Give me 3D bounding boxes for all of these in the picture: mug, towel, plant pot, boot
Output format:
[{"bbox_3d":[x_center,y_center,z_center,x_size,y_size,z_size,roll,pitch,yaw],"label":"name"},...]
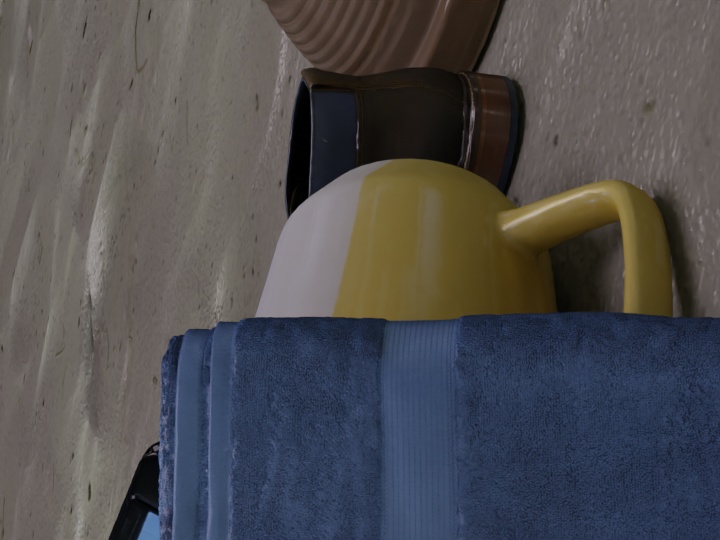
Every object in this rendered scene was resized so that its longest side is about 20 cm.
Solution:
[{"bbox_3d":[0.035,0.040,0.780,0.150,0.185,0.154,69,-158,-52],"label":"mug"},{"bbox_3d":[0.031,0.070,0.649,0.049,0.198,0.113,59,-149,-71],"label":"towel"},{"bbox_3d":[0.001,-0.178,0.981,0.201,0.092,0.203,-171,90,-72],"label":"plant pot"},{"bbox_3d":[0.000,0.000,0.903,0.075,0.096,0.202,-131,52,-66],"label":"boot"}]

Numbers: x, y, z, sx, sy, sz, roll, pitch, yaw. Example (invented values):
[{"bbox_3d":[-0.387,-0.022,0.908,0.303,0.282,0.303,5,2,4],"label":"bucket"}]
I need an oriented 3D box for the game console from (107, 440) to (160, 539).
[{"bbox_3d":[-0.076,0.218,1.024,0.117,0.175,0.201,-60,-3,-48],"label":"game console"}]
